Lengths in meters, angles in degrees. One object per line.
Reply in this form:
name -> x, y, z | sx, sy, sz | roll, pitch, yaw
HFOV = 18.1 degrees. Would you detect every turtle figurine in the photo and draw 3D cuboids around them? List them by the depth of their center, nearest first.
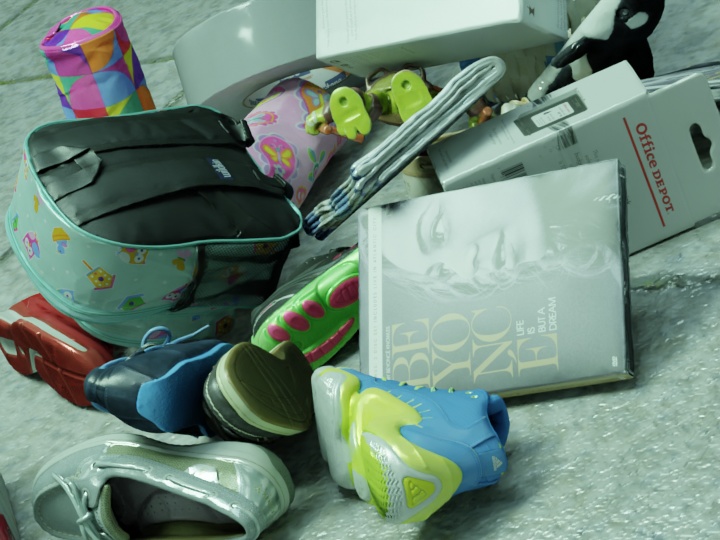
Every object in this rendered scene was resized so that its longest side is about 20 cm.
turtle figurine -> 0.041, -0.137, 1.846 | 0.199, 0.065, 0.161 | 1, 2, 11

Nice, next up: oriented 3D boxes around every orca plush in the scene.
orca plush -> 0.193, -0.161, 1.782 | 0.200, 0.071, 0.105 | -50, -2, 39

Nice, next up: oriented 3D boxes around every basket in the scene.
basket -> 0.124, -0.227, 1.951 | 0.200, 0.139, 0.176 | 4, 36, 33

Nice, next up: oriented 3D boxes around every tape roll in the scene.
tape roll -> -0.066, -0.195, 2.035 | 0.200, 0.066, 0.200 | -17, -7, -2

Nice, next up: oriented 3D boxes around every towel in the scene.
towel -> 0.029, -0.088, 1.668 | 0.147, 0.024, 0.200 | -41, 0, -16

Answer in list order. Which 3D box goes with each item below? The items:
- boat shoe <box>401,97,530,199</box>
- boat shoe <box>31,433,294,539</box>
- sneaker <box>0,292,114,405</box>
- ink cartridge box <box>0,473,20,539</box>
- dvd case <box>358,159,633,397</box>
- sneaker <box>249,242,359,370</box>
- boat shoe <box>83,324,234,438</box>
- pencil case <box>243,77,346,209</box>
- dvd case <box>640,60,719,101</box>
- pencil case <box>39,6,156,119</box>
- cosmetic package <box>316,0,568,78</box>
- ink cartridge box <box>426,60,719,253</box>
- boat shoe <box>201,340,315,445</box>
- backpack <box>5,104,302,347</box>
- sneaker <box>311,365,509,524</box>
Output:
boat shoe -> 0.124, -0.099, 1.777 | 0.200, 0.069, 0.074 | -19, 25, 13
boat shoe -> -0.142, 0.156, 1.511 | 0.201, 0.075, 0.065 | -2, 28, 28
sneaker -> -0.218, 0.038, 1.814 | 0.115, 0.078, 0.200 | -36, 28, -21
ink cartridge box -> -0.302, 0.149, 1.582 | 0.085, 0.148, 0.200 | -26, 23, -7
dvd case -> 0.088, 0.013, 1.529 | 0.200, 0.016, 0.149 | -11, 69, 29
sneaker -> 0.000, 0.000, 1.687 | 0.200, 0.077, 0.084 | -29, 29, -12
boat shoe -> -0.135, 0.072, 1.568 | 0.068, 0.084, 0.200 | 11, -6, 12
pencil case -> -0.078, -0.085, 1.926 | 0.087, 0.088, 0.200 | -11, 28, 27
dvd case -> 0.272, -0.145, 1.712 | 0.148, 0.016, 0.200 | -2, 11, 40
pencil case -> -0.226, -0.135, 2.034 | 0.088, 0.200, 0.088 | -12, 28, 6
cosmetic package -> 0.064, -0.230, 1.834 | 0.200, 0.113, 0.081 | -5, -11, 32
ink cartridge box -> 0.162, -0.069, 1.623 | 0.200, 0.116, 0.067 | -23, 27, 2
boat shoe -> -0.074, 0.091, 1.534 | 0.066, 0.072, 0.201 | -35, -4, 10
backpack -> -0.172, -0.034, 1.739 | 0.200, 0.153, 0.176 | -1, 43, -38
sneaker -> 0.036, 0.107, 1.467 | 0.105, 0.076, 0.200 | -11, 21, -14
